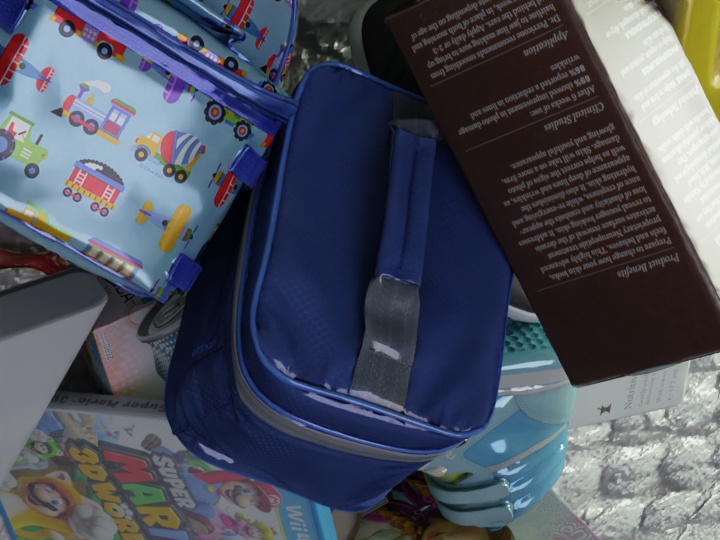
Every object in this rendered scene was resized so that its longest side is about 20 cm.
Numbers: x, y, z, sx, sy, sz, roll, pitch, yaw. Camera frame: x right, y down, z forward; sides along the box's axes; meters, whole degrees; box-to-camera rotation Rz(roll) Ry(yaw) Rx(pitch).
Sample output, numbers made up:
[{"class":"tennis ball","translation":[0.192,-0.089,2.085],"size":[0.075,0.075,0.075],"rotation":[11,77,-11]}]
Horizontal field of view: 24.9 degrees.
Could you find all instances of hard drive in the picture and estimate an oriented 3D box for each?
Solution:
[{"class":"hard drive","translation":[-0.213,0.083,0.801],"size":[0.132,0.026,0.200],"rotation":[-21,156,-43]}]

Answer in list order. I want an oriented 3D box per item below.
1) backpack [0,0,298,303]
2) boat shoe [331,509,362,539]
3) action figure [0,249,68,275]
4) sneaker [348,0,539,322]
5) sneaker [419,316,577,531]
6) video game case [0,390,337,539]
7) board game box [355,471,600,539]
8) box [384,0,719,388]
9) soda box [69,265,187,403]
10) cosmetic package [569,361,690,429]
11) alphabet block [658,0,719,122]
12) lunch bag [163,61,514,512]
[{"class":"backpack","translation":[-0.109,-0.110,0.746],"size":[0.182,0.134,0.200],"rotation":[36,87,-29]},{"class":"boat shoe","translation":[-0.023,0.069,0.965],"size":[0.071,0.066,0.202],"rotation":[9,92,-26]},{"class":"action figure","translation":[-0.234,-0.014,0.800],"size":[0.199,0.052,0.066],"rotation":[0,123,-30]},{"class":"sneaker","translation":[0.069,-0.063,0.862],"size":[0.071,0.099,0.201],"rotation":[-32,99,-26]},{"class":"sneaker","translation":[0.032,0.098,0.919],"size":[0.199,0.080,0.131],"rotation":[-7,120,-8]},{"class":"video game case","translation":[-0.112,0.126,0.893],"size":[0.199,0.018,0.144],"rotation":[3,129,19]},{"class":"board game box","translation":[0.033,0.185,0.989],"size":[0.199,0.200,0.041],"rotation":[-27,129,-16]},{"class":"box","translation":[0.107,-0.055,0.753],"size":[0.075,0.100,0.201],"rotation":[-34,100,-44]},{"class":"soda box","translation":[-0.108,0.081,0.926],"size":[0.068,0.064,0.201],"rotation":[-25,130,-16]},{"class":"cosmetic package","translation":[0.110,0.038,1.022],"size":[0.199,0.081,0.113],"rotation":[-12,125,-25]},{"class":"alphabet block","translation":[0.183,-0.200,0.836],"size":[0.196,0.200,0.196],"rotation":[-15,126,-24]},{"class":"lunch bag","translation":[0.000,0.000,0.789],"size":[0.135,0.201,0.132],"rotation":[20,149,-21]}]
